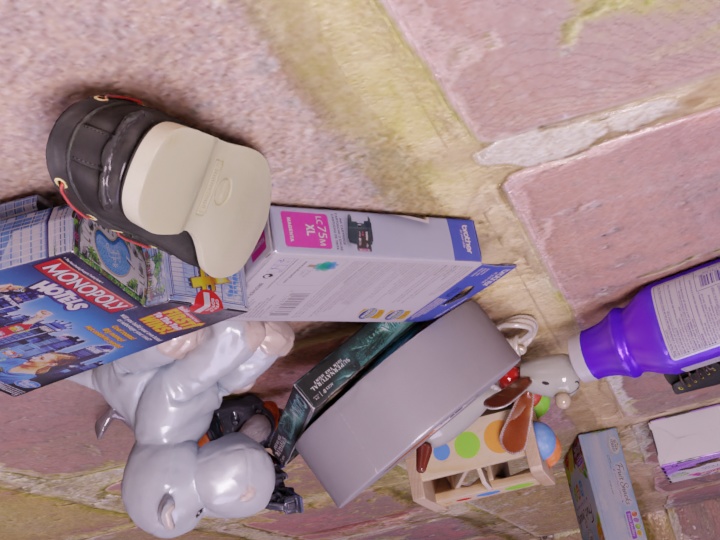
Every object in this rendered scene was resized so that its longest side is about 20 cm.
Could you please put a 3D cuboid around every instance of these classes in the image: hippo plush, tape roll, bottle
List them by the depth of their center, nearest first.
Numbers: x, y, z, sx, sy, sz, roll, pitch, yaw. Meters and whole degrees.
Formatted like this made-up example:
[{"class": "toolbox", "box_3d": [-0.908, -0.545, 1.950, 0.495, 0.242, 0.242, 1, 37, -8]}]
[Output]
[{"class": "hippo plush", "box_3d": [-0.139, 0.116, 0.848, 0.196, 0.164, 0.160, -5, 159, -15]}, {"class": "tape roll", "box_3d": [0.040, 0.113, 0.939, 0.199, 0.066, 0.201, -37, 169, -8]}, {"class": "bottle", "box_3d": [0.284, 0.050, 0.997, 0.198, 0.085, 0.065, -24, 156, 29]}]

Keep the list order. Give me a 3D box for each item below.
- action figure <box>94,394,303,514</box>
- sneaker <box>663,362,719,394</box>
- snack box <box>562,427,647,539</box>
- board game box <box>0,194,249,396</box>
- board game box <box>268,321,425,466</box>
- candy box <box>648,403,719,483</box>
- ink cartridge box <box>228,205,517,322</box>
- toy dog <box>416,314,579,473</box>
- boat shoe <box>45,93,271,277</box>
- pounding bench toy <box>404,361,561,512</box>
[{"class": "action figure", "box_3d": [-0.130, 0.164, 1.059, 0.191, 0.107, 0.198, -1, -172, -39]}, {"class": "sneaker", "box_3d": [0.359, 0.091, 1.149, 0.105, 0.076, 0.199, -22, 158, 21]}, {"class": "snack box", "box_3d": [0.368, 0.347, 1.682, 0.066, 0.172, 0.200, -11, 160, 0]}, {"class": "board game box", "box_3d": [-0.180, 0.008, 0.692, 0.196, 0.063, 0.200, -15, 159, 8]}, {"class": "board game box", "box_3d": [-0.013, 0.097, 0.961, 0.135, 0.028, 0.200, -39, 169, -22]}, {"class": "candy box", "box_3d": [0.534, 0.259, 1.674, 0.165, 0.073, 0.200, -17, 158, 15]}, {"class": "ink cartridge box", "box_3d": [0.000, 0.000, 0.792, 0.197, 0.043, 0.119, 4, 154, -29]}, {"class": "toy dog", "box_3d": [0.113, 0.138, 1.067, 0.198, 0.098, 0.132, -25, 139, 23]}, {"class": "boat shoe", "box_3d": [-0.100, -0.045, 0.603, 0.062, 0.075, 0.201, 22, 177, 15]}, {"class": "pounding bench toy", "box_3d": [0.140, 0.184, 1.214, 0.153, 0.126, 0.200, -15, 159, 11]}]
